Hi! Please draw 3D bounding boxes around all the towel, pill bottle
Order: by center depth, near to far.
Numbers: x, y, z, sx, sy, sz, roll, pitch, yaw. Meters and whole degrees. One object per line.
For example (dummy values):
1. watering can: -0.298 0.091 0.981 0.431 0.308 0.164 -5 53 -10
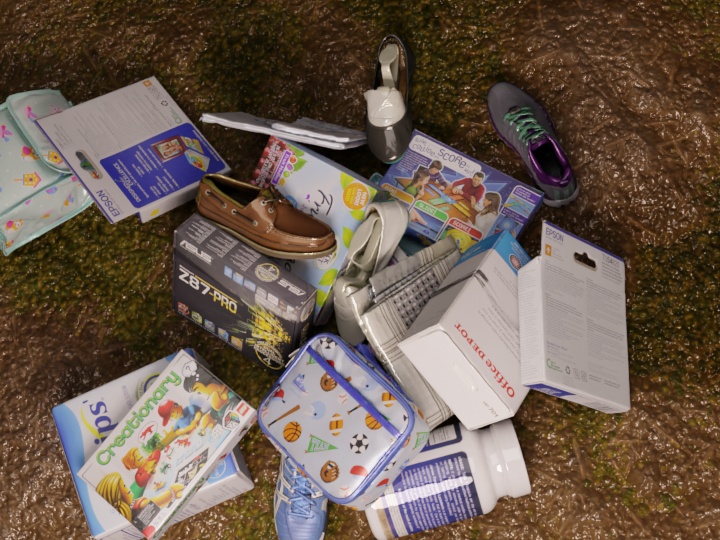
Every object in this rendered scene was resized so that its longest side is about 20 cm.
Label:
1. pill bottle: 0.101 0.252 1.526 0.199 0.116 0.116 -15 70 4
2. towel: 0.096 0.073 1.553 0.192 0.035 0.201 -31 91 -33

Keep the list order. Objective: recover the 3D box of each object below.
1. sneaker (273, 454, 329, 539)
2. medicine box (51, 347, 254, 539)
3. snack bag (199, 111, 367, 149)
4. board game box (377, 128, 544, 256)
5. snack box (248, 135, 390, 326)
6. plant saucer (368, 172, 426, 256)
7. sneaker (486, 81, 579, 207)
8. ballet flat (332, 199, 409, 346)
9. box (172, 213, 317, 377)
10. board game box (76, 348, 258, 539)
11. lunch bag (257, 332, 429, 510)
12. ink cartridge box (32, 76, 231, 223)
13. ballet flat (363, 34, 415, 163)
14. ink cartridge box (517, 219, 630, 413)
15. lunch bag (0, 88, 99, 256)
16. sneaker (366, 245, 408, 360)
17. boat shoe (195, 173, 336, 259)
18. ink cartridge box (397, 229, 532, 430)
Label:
1. sneaker: -0.076 0.261 1.570 0.075 0.077 0.201 -1 73 7
2. medicine box: -0.264 0.228 1.595 0.199 0.103 0.183 -24 70 -1
3. snack bag: -0.095 -0.193 1.668 0.199 0.189 0.022 12 101 9
4. board game box: 0.125 -0.089 1.660 0.199 0.034 0.136 29 71 15
5. snack box: -0.080 -0.053 1.646 0.168 0.068 0.201 29 101 16
6. plant saucer: 0.077 -0.051 1.681 0.200 0.019 0.070 36 80 17
7. sneaker: 0.233 -0.184 1.663 0.074 0.088 0.200 -30 71 -2
8. ballet flat: 0.000 0.000 1.589 0.069 0.069 0.201 24 101 15
9. box: -0.153 0.037 1.611 0.200 0.162 0.049 31 50 16
10. board game box: -0.234 0.212 1.522 0.126 0.035 0.200 36 80 17
11. lunch bag: -0.023 0.172 1.483 0.160 0.076 0.200 -51 57 4
12. ink cartridge box: -0.314 -0.161 1.718 0.200 0.047 0.198 -29 69 -30
13. ballet flat: 0.035 -0.241 1.698 0.068 0.068 0.201 -6 55 15
14. ink cartridge box: 0.263 0.060 1.530 0.040 0.199 0.201 -13 66 40
15. lunch bag: -0.462 -0.149 1.741 0.200 0.122 0.171 -34 68 -13
16. sneaker: 0.039 0.050 1.622 0.114 0.073 0.201 -30 74 2
17. boat shoe: -0.123 -0.070 1.577 0.199 0.068 0.072 15 31 17
18. ink cartridge box: 0.156 0.071 1.518 0.147 0.086 0.200 50 49 -12
